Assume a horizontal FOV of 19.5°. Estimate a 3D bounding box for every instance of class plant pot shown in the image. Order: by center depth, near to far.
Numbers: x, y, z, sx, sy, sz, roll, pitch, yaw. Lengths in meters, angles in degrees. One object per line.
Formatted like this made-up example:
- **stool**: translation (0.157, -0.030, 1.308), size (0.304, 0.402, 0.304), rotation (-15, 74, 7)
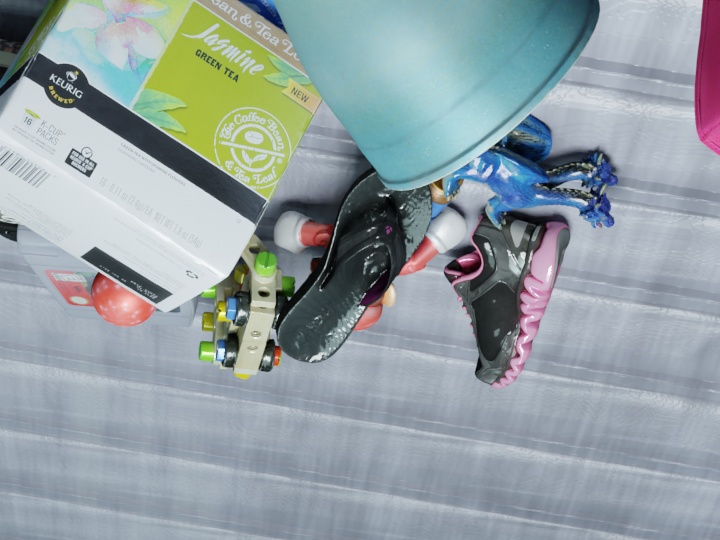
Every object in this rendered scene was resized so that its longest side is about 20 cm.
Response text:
- **plant pot**: translation (0.030, -0.191, 1.457), size (0.200, 0.200, 0.188), rotation (-27, 116, 40)

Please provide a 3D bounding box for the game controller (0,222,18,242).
- **game controller**: translation (-0.233, -0.061, 1.823), size (0.200, 0.042, 0.104), rotation (4, 129, 8)

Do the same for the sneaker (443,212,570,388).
- **sneaker**: translation (0.116, 0.021, 1.816), size (0.095, 0.079, 0.200), rotation (17, 136, 3)

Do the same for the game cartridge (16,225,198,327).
- **game cartridge**: translation (-0.213, 0.004, 1.851), size (0.133, 0.041, 0.200), rotation (0, 160, 8)

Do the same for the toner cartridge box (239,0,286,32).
- **toner cartridge box**: translation (-0.071, -0.221, 1.555), size (0.095, 0.043, 0.200), rotation (-14, 137, 29)

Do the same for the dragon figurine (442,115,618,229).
- **dragon figurine**: translation (0.117, -0.090, 1.669), size (0.200, 0.059, 0.099), rotation (34, 138, -29)

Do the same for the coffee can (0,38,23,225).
- **coffee can**: translation (-0.308, -0.116, 1.668), size (0.200, 0.146, 0.146), rotation (11, 144, 0)

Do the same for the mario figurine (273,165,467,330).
- **mario figurine**: translation (0.009, -0.037, 1.776), size (0.123, 0.106, 0.200), rotation (45, 132, 13)

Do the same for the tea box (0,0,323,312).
- **tea box**: translation (-0.160, -0.110, 1.543), size (0.200, 0.197, 0.134), rotation (32, 156, -15)

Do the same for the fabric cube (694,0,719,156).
- **fabric cube**: translation (0.366, -0.157, 1.402), size (0.200, 0.196, 0.199), rotation (29, 140, -23)

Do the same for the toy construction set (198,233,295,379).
- **toy construction set**: translation (-0.100, 0.014, 1.804), size (0.092, 0.131, 0.200), rotation (-3, 142, 1)

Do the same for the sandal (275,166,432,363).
- **sandal**: translation (0.001, 0.001, 1.695), size (0.075, 0.048, 0.200), rotation (19, 117, -22)

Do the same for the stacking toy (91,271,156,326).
- **stacking toy**: translation (-0.174, -0.044, 1.685), size (0.085, 0.200, 0.085), rotation (7, 143, 5)
